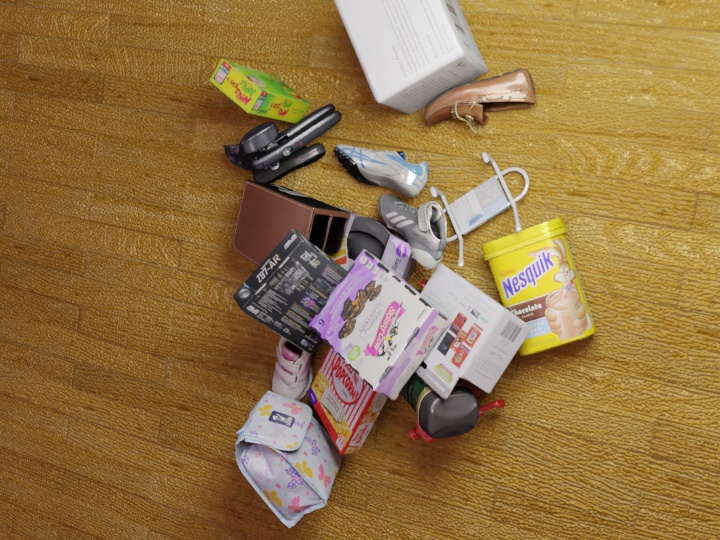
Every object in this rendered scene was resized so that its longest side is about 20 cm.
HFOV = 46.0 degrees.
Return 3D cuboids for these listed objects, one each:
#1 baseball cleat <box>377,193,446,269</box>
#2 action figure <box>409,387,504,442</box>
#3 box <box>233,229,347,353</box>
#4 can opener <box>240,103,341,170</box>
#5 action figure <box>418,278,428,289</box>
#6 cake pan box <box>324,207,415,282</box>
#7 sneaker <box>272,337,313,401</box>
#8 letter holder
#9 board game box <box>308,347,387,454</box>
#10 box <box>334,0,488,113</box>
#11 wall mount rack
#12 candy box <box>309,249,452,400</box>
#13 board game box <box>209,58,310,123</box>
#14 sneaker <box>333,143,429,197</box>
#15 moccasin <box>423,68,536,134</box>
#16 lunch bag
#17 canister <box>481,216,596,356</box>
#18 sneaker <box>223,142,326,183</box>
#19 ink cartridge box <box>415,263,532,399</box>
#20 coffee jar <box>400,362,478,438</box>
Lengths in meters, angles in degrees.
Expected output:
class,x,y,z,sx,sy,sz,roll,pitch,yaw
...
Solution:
class,x,y,z,sx,sy,sz,roll,pitch,yaw
baseball cleat,0.099,-0.095,1.501,0.201,0.069,0.108,54,135,38
action figure,0.167,0.261,1.533,0.198,0.051,0.066,-31,75,27
box,-0.103,0.041,1.496,0.161,0.199,0.044,-48,45,5
can opener,-0.124,-0.249,1.574,0.197,0.079,0.064,-26,57,-7
action figure,0.077,0.110,1.561,0.051,0.065,0.203,29,102,11
cake pan box,0.000,0.000,1.595,0.182,0.052,0.203,26,103,17
sneaker,-0.132,0.171,1.640,0.080,0.088,0.204,21,102,20
letter holder,-0.135,-0.071,1.587,0.198,0.100,0.145,24,103,40
board game box,-0.016,0.211,1.557,0.152,0.046,0.202,54,131,39
box,0.090,-0.401,1.450,0.169,0.199,0.202,-25,85,20
wall mount rack,0.205,-0.100,1.469,0.198,0.074,0.176,-32,60,21
candy box,0.031,0.090,1.446,0.169,0.071,0.200,-53,49,4
board game box,-0.182,-0.328,1.569,0.101,0.199,0.048,41,107,15
sneaker,0.038,-0.195,1.564,0.198,0.072,0.073,24,69,26
moccasin,0.207,-0.287,1.481,0.197,0.074,0.079,-12,81,13
lunch bag,-0.136,0.339,1.583,0.126,0.170,0.201,-37,98,21
canister,0.306,0.029,1.448,0.146,0.086,0.204,-20,87,23
sneaker,-0.167,-0.234,1.644,0.197,0.060,0.106,-23,89,26
ink cartridge box,0.163,0.113,1.442,0.177,0.083,0.200,-57,35,5
coffee jar,0.125,0.207,1.470,0.102,0.200,0.087,-6,114,-16
